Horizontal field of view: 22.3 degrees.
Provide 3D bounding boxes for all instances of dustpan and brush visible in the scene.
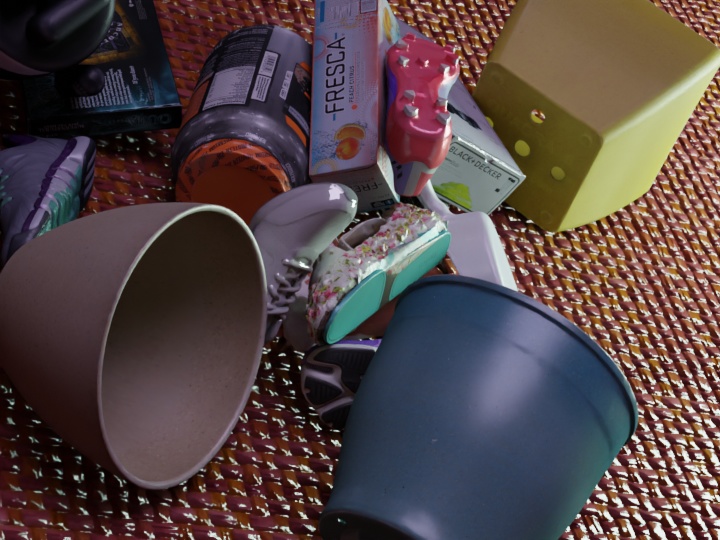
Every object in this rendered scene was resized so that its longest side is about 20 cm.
[{"bbox_3d":[0.087,-0.026,1.568,0.140,0.057,0.202,-63,134,-77],"label":"dustpan and brush"}]

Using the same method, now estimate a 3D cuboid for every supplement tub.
[{"bbox_3d":[-0.095,-0.116,1.580,0.122,0.123,0.201,22,36,-8],"label":"supplement tub"}]

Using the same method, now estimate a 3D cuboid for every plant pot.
[{"bbox_3d":[0.197,-0.156,1.777,0.199,0.201,0.176,36,46,12],"label":"plant pot"},{"bbox_3d":[0.071,0.140,1.305,0.199,0.200,0.189,30,63,4],"label":"plant pot"}]

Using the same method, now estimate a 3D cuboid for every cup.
[{"bbox_3d":[-0.178,0.039,1.300,0.142,0.202,0.200,14,28,28],"label":"cup"}]

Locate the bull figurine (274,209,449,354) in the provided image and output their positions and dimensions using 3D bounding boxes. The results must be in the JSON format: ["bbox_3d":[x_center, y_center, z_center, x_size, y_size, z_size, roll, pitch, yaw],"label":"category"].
[{"bbox_3d":[-0.004,0.013,1.520,0.199,0.065,0.122,3,61,-37],"label":"bull figurine"}]

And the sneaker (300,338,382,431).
[{"bbox_3d":[0.029,0.085,1.473,0.199,0.081,0.083,7,23,-37],"label":"sneaker"}]

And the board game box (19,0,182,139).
[{"bbox_3d":[-0.241,-0.193,1.629,0.134,0.028,0.201,-6,44,-12],"label":"board game box"}]

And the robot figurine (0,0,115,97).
[{"bbox_3d":[-0.274,-0.222,1.503,0.124,0.152,0.200,3,-1,-27],"label":"robot figurine"}]

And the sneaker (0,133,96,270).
[{"bbox_3d":[-0.271,-0.049,1.442,0.087,0.075,0.200,11,27,1],"label":"sneaker"}]

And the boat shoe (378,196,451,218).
[{"bbox_3d":[0.016,-0.110,1.700,0.074,0.060,0.201,25,28,-51],"label":"boat shoe"}]

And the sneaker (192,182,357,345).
[{"bbox_3d":[-0.073,0.011,1.393,0.070,0.200,0.081,25,32,-50],"label":"sneaker"}]

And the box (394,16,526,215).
[{"bbox_3d":[0.058,-0.148,1.676,0.116,0.060,0.201,24,28,-47],"label":"box"}]

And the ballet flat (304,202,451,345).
[{"bbox_3d":[0.000,0.000,1.447,0.064,0.076,0.200,32,34,18],"label":"ballet flat"}]

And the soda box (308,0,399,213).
[{"bbox_3d":[-0.004,-0.149,1.580,0.063,0.069,0.202,-9,55,16],"label":"soda box"}]

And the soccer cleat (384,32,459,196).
[{"bbox_3d":[0.047,-0.137,1.544,0.066,0.077,0.201,15,29,-7],"label":"soccer cleat"}]
